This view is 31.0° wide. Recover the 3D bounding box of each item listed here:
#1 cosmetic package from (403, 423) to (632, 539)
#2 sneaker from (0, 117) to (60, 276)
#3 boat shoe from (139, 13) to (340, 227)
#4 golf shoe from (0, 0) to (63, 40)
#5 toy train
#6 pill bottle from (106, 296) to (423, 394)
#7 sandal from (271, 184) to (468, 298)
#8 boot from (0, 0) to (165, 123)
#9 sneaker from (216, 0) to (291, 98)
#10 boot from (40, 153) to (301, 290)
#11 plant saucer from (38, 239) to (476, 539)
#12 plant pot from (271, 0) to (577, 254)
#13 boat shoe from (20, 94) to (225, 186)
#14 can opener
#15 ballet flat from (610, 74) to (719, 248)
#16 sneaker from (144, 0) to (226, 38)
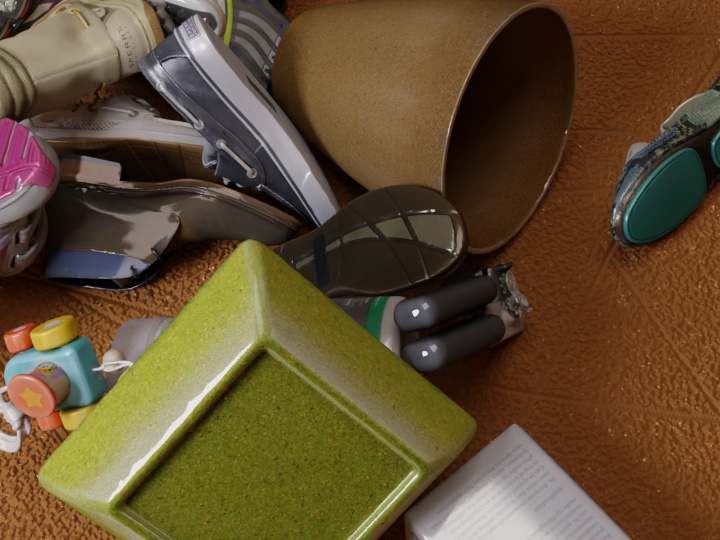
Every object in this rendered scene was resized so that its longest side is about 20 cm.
[{"bbox_3d":[0.127,0.206,0.810,0.101,0.072,0.200,-35,61,-18],"label":"cosmetic package"},{"bbox_3d":[-0.262,-0.046,0.950,0.199,0.088,0.082,-13,51,51],"label":"sneaker"},{"bbox_3d":[-0.087,-0.095,0.970,0.068,0.200,0.072,-35,35,9],"label":"boat shoe"},{"bbox_3d":[-0.254,-0.267,1.088,0.199,0.088,0.078,-32,87,24],"label":"golf shoe"},{"bbox_3d":[-0.162,0.118,0.828,0.199,0.151,0.056,27,26,9],"label":"toy train"},{"bbox_3d":[-0.062,0.077,0.877,0.198,0.113,0.114,-3,56,12],"label":"pill bottle"},{"bbox_3d":[0.000,0.000,0.927,0.199,0.054,0.082,-27,58,35],"label":"sandal"},{"bbox_3d":[-0.259,-0.159,1.016,0.155,0.073,0.199,-30,25,-30],"label":"boot"},{"bbox_3d":[-0.085,-0.170,1.074,0.080,0.074,0.202,-8,58,-6],"label":"sneaker"},{"bbox_3d":[-0.149,-0.020,0.994,0.198,0.075,0.098,12,79,7],"label":"boot"},{"bbox_3d":[-0.055,0.119,0.773,0.200,0.199,0.048,-47,22,9],"label":"plant saucer"},{"bbox_3d":[0.035,-0.131,0.992,0.199,0.187,0.187,21,59,32],"label":"plant pot"},{"bbox_3d":[-0.187,-0.110,1.039,0.198,0.071,0.070,6,57,9],"label":"boat shoe"},{"bbox_3d":[0.068,0.032,0.884,0.066,0.200,0.053,-13,91,23],"label":"can opener"},{"bbox_3d":[0.249,-0.089,1.010,0.199,0.075,0.074,-36,61,-21],"label":"ballet flat"},{"bbox_3d":[-0.165,-0.219,1.066,0.081,0.076,0.199,-42,33,-23],"label":"sneaker"}]
